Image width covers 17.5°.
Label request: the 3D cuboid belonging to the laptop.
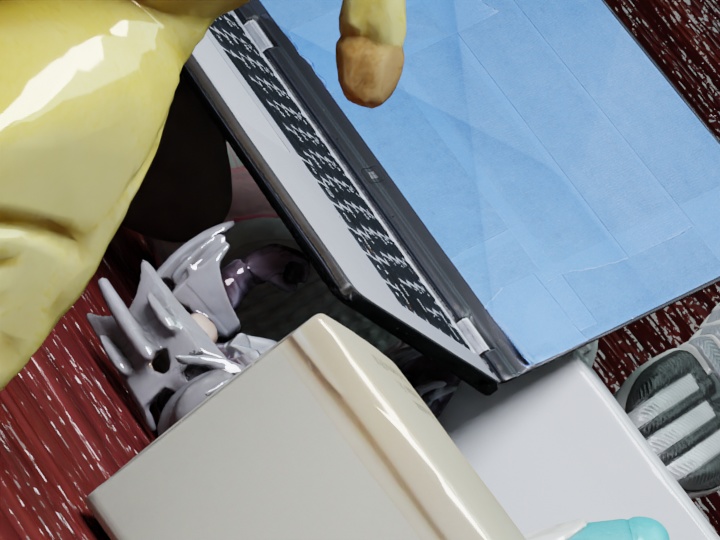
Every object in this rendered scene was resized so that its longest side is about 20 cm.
[{"bbox_3d":[0.026,-0.068,0.784,0.187,0.116,0.200,54,9,26],"label":"laptop"}]

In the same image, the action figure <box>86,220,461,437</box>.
[{"bbox_3d":[-0.012,0.049,0.708,0.130,0.069,0.200,62,10,19],"label":"action figure"}]

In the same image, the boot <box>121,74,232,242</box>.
[{"bbox_3d":[-0.095,-0.050,0.717,0.200,0.070,0.146,49,11,-31],"label":"boot"}]

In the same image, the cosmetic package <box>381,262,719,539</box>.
[{"bbox_3d":[0.071,0.111,0.820,0.200,0.113,0.081,56,5,20],"label":"cosmetic package"}]

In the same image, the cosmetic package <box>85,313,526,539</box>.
[{"bbox_3d":[0.030,0.114,0.545,0.200,0.073,0.104,52,3,12],"label":"cosmetic package"}]

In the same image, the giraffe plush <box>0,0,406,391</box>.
[{"bbox_3d":[-0.095,-0.094,0.439,0.162,0.200,0.173,25,-48,38],"label":"giraffe plush"}]

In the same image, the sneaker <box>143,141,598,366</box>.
[{"bbox_3d":[0.000,0.000,0.930,0.200,0.076,0.105,15,20,-35],"label":"sneaker"}]

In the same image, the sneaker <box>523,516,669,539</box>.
[{"bbox_3d":[0.096,0.168,0.698,0.078,0.079,0.201,-106,171,-82],"label":"sneaker"}]

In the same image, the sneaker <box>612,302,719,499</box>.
[{"bbox_3d":[0.135,0.064,0.993,0.200,0.115,0.075,-16,74,-49],"label":"sneaker"}]
